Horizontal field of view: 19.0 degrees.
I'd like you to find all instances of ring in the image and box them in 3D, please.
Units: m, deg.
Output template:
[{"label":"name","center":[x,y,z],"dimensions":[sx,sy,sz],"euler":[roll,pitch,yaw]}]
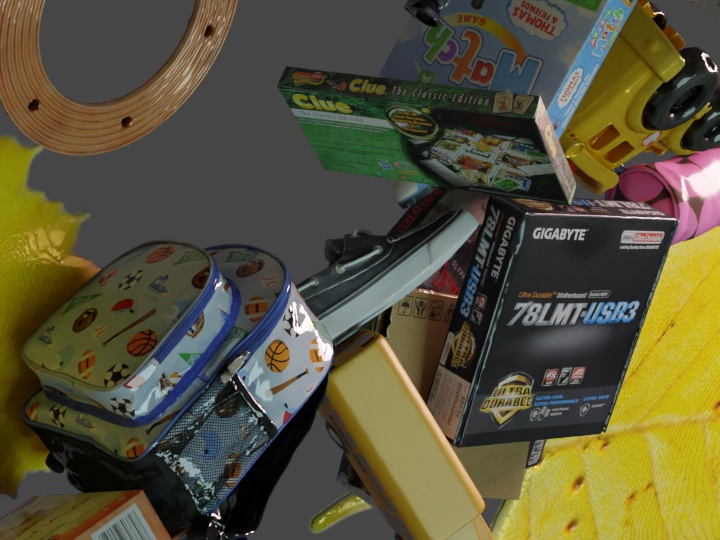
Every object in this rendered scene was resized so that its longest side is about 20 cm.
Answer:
[{"label":"ring","center":[-0.156,-0.168,1.363],"dimensions":[0.200,0.019,0.201],"euler":[-30,138,-32]}]

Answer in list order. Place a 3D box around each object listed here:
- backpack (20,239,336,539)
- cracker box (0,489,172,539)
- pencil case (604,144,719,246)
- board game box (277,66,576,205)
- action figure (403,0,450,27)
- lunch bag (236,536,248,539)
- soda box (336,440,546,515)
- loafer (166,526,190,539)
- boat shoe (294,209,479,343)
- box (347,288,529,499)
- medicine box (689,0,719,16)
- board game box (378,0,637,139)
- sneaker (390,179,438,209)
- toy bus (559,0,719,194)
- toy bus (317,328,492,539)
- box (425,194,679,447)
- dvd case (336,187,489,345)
[{"label":"backpack","center":[-0.121,0.064,1.456],"dimensions":[0.190,0.199,0.155],"euler":[-42,127,-27]},{"label":"cracker box","center":[-0.222,0.205,1.426],"dimensions":[0.134,0.200,0.058],"euler":[-35,100,-29]},{"label":"pencil case","center":[0.302,-0.074,1.923],"dimensions":[0.199,0.093,0.091],"euler":[-15,83,-43]},{"label":"board game box","center":[0.047,-0.095,1.508],"dimensions":[0.024,0.199,0.105],"euler":[-67,151,-23]},{"label":"action figure","center":[0.087,-0.267,1.497],"dimensions":[0.200,0.130,0.069],"euler":[-53,177,0]},{"label":"lunch bag","center":[-0.178,0.271,1.634],"dimensions":[0.199,0.094,0.151],"euler":[10,107,-38]},{"label":"soda box","center":[0.074,0.147,1.830],"dimensions":[0.199,0.071,0.064],"euler":[-13,125,-45]},{"label":"loafer","center":[-0.107,0.142,1.582],"dimensions":[0.073,0.072,0.200],"euler":[46,62,-16]},{"label":"boat shoe","center":[0.000,0.000,1.633],"dimensions":[0.200,0.068,0.072],"euler":[-35,174,-16]},{"label":"box","center":[0.074,0.102,1.746],"dimensions":[0.199,0.021,0.165],"euler":[10,89,-47]},{"label":"medicine box","center":[0.304,-0.276,1.667],"dimensions":[0.182,0.200,0.103],"euler":[-18,130,-42]},{"label":"board game box","center":[0.120,-0.195,1.554],"dimensions":[0.037,0.151,0.201],"euler":[21,100,-53]},{"label":"sneaker","center":[0.078,-0.136,1.637],"dimensions":[0.200,0.072,0.072],"euler":[-55,-179,16]},{"label":"toy bus","center":[0.191,-0.126,1.721],"dimensions":[0.192,0.136,0.200],"euler":[-45,153,9]},{"label":"toy bus","center":[0.033,0.144,1.636],"dimensions":[0.065,0.078,0.201],"euler":[-34,104,-14]},{"label":"box","center":[0.154,0.040,1.732],"dimensions":[0.199,0.050,0.200],"euler":[1,113,-46]},{"label":"dvd case","center":[0.057,0.004,1.744],"dimensions":[0.200,0.022,0.146],"euler":[-50,144,-11]}]
